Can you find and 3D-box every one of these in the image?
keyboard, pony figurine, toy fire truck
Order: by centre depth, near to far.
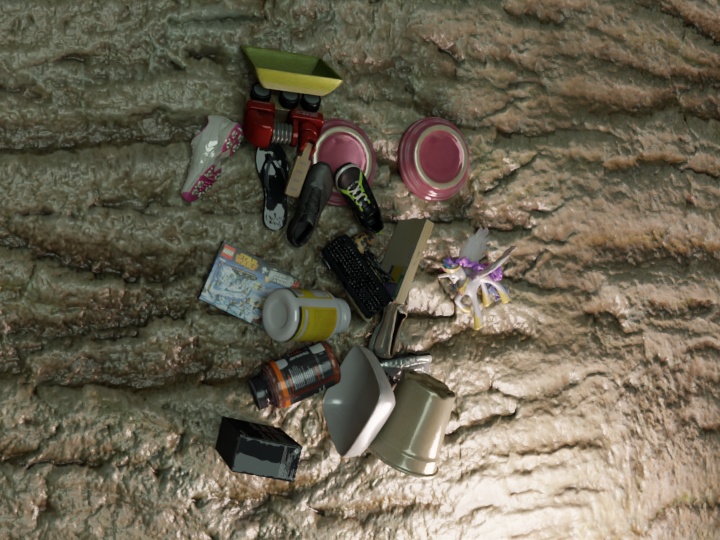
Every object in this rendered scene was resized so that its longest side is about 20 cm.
[{"bbox_3d":[-0.169,-0.282,1.589,0.171,0.130,0.204,5,56,-17],"label":"toy fire truck"},{"bbox_3d":[0.000,0.000,1.654,0.103,0.040,0.202,-35,75,-5],"label":"keyboard"},{"bbox_3d":[0.293,0.013,1.801,0.192,0.166,0.202,-39,119,-9],"label":"pony figurine"}]

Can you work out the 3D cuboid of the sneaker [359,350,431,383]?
[{"bbox_3d":[0.087,0.263,1.744,0.195,0.075,0.119,-4,94,-23],"label":"sneaker"}]

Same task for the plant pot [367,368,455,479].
[{"bbox_3d":[0.124,0.337,1.669,0.196,0.200,0.187,20,98,-20],"label":"plant pot"}]

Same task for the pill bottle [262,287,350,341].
[{"bbox_3d":[-0.113,0.099,1.613,0.197,0.110,0.116,6,87,-50],"label":"pill bottle"}]

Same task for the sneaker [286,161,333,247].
[{"bbox_3d":[-0.108,-0.142,1.629,0.074,0.091,0.205,17,102,-9],"label":"sneaker"}]

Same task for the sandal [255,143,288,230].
[{"bbox_3d":[-0.191,-0.195,1.646,0.074,0.043,0.206,-8,93,-22],"label":"sandal"}]

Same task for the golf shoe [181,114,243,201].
[{"bbox_3d":[-0.337,-0.245,1.583,0.090,0.075,0.202,32,83,11],"label":"golf shoe"}]

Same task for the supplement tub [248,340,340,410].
[{"bbox_3d":[-0.148,0.238,1.629,0.196,0.107,0.110,-21,98,-20],"label":"supplement tub"}]

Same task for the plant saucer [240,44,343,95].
[{"bbox_3d":[-0.156,-0.434,1.599,0.195,0.201,0.049,2,118,-21],"label":"plant saucer"}]

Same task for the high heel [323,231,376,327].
[{"bbox_3d":[0.020,0.017,1.714,0.141,0.071,0.203,-34,93,-12],"label":"high heel"}]

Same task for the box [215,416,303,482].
[{"bbox_3d":[-0.220,0.377,1.550,0.138,0.199,0.081,19,84,-20],"label":"box"}]

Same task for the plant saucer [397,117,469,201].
[{"bbox_3d":[0.188,-0.275,1.789,0.195,0.051,0.207,0,90,-21],"label":"plant saucer"}]

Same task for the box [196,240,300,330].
[{"bbox_3d":[-0.247,0.040,1.625,0.197,0.040,0.140,28,81,-20],"label":"box"}]

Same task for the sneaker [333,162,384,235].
[{"bbox_3d":[0.009,-0.161,1.662,0.071,0.083,0.201,-38,135,-4],"label":"sneaker"}]

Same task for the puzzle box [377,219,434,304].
[{"bbox_3d":[0.095,-0.024,1.715,0.025,0.132,0.204,25,82,-26],"label":"puzzle box"}]

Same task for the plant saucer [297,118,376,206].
[{"bbox_3d":[-0.049,-0.254,1.701,0.195,0.051,0.207,0,90,-21],"label":"plant saucer"}]

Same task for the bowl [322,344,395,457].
[{"bbox_3d":[0.003,0.292,1.627,0.073,0.201,0.203,17,114,-29],"label":"bowl"}]

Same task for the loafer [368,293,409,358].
[{"bbox_3d":[0.085,0.114,1.736,0.072,0.062,0.204,38,72,-52],"label":"loafer"}]
